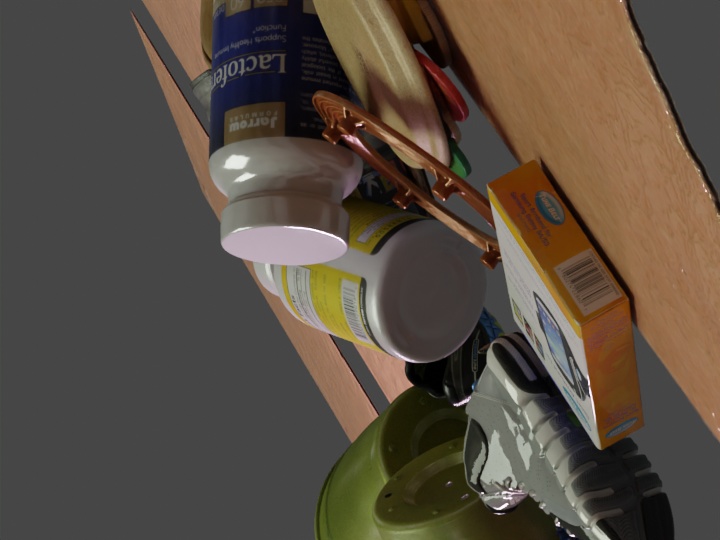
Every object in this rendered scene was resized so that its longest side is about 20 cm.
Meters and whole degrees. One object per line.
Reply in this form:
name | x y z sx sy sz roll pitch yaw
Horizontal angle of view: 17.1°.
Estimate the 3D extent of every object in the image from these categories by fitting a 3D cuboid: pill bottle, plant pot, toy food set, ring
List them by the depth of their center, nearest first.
ring | 0.043 -0.054 1.633 0.200 0.019 0.200 37 174 5
toy food set | 0.021 -0.153 1.634 0.201 0.048 0.198 64 173 -10
pill bottle | -0.053 -0.112 1.753 0.116 0.115 0.202 83 -173 -72
plant pot | 0.104 0.239 1.864 0.194 0.200 0.200 62 174 -19
pill bottle | 0.000 0.000 1.895 0.199 0.111 0.112 18 139 53
plant pot | 0.067 0.189 2.056 0.201 0.199 0.193 60 163 20

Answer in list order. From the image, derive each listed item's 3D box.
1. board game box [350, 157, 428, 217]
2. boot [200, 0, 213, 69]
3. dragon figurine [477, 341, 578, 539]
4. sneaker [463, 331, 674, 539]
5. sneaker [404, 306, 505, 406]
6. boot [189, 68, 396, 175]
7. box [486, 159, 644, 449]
board game box | 0.001 -0.075 2.063 0.166 0.056 0.200 65 173 -6
boot | -0.134 -0.289 2.045 0.176 0.066 0.201 -97 -10 -45
dragon figurine | 0.144 0.126 1.744 0.100 0.059 0.201 57 172 39
sneaker | 0.134 0.149 1.645 0.201 0.075 0.116 59 138 29
sneaker | 0.066 0.056 1.965 0.071 0.082 0.200 66 173 -25
boot | -0.057 -0.125 1.926 0.199 0.070 0.133 -15 96 40
box | 0.134 0.030 1.536 0.119 0.041 0.200 59 175 30
